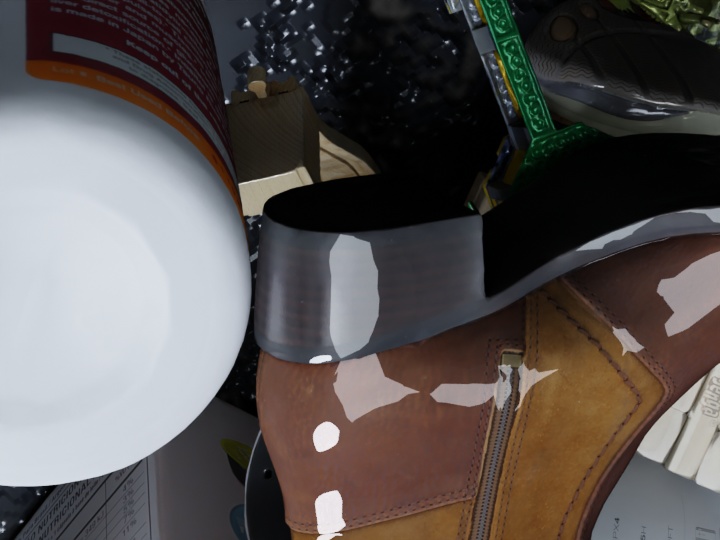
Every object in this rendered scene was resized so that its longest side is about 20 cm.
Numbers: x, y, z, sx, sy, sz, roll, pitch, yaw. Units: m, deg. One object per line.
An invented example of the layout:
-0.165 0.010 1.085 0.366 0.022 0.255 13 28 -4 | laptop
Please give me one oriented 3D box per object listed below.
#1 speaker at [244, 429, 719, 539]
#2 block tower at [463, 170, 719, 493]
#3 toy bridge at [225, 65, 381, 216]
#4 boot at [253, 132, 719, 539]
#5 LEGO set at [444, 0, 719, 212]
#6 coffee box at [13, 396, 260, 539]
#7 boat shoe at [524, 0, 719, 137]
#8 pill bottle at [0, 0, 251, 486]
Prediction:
0.056 0.080 0.854 0.200 0.081 0.081 15 121 -49 | speaker
0.117 0.039 0.824 0.200 0.054 0.058 24 99 -7 | block tower
0.000 0.000 0.851 0.027 0.067 0.200 -12 142 13 | toy bridge
0.063 0.071 0.716 0.188 0.068 0.200 -10 112 -21 | boot
0.094 -0.091 0.787 0.200 0.116 0.154 -31 98 -5 | LEGO set
-0.039 0.193 0.887 0.199 0.198 0.200 30 114 -23 | coffee box
0.140 -0.027 0.863 0.200 0.076 0.072 16 122 -5 | boat shoe
-0.092 -0.038 0.748 0.113 0.200 0.113 -3 120 -5 | pill bottle
